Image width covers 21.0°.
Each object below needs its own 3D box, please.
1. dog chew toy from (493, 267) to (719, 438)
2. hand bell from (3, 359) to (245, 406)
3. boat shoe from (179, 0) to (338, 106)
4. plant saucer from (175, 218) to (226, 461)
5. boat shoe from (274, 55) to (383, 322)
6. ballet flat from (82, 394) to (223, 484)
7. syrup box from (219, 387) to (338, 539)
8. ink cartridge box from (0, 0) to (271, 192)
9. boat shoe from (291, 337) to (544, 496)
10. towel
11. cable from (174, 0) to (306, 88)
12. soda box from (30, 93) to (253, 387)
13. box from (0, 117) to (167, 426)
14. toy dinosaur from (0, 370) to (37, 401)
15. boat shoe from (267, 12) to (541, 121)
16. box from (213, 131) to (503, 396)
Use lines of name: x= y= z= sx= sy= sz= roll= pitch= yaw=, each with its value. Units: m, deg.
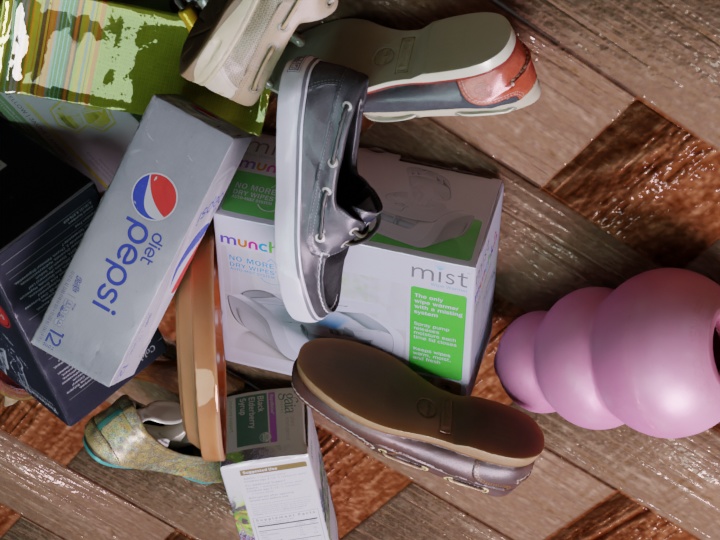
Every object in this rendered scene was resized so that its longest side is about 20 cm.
dog chew toy: x=0.188 y=0.064 z=1.449 sx=0.199 sy=0.125 sz=0.125 roll=-6 pitch=134 yaw=39
hand bell: x=-0.197 y=0.084 z=1.660 sx=0.199 sy=0.105 sz=0.104 roll=12 pitch=140 yaw=-7
boat shoe: x=-0.044 y=-0.195 z=1.271 sx=0.064 sy=0.071 sz=0.200 roll=28 pitch=122 yaw=-20
plant saucer: x=-0.122 y=0.045 z=1.484 sx=0.032 sy=0.201 sz=0.201 roll=-2 pitch=138 yaw=-3
boat shoe: x=-0.017 y=-0.050 z=1.317 sx=0.066 sy=0.070 sz=0.201 roll=10 pitch=119 yaw=16
ballet flat: x=-0.157 y=0.143 z=1.670 sx=0.070 sy=0.071 sz=0.200 roll=-9 pitch=166 yaw=29
syrup box: x=-0.070 y=0.198 z=1.707 sx=0.081 sy=0.079 sz=0.201 roll=-9 pitch=135 yaw=3
ink cartridge box: x=-0.174 y=-0.141 z=1.420 sx=0.199 sy=0.048 sz=0.146 roll=-17 pitch=127 yaw=38
boat shoe: x=0.036 y=0.117 z=1.453 sx=0.199 sy=0.071 sz=0.070 roll=25 pitch=137 yaw=-6
towel: x=-0.161 y=-0.148 z=1.380 sx=0.199 sy=0.018 sz=0.086 roll=9 pitch=124 yaw=-8
cable: x=-0.120 y=-0.207 z=1.318 sx=0.200 sy=0.050 sz=0.097 roll=40 pitch=119 yaw=-19
soda box: x=-0.153 y=-0.022 z=1.369 sx=0.068 sy=0.063 sz=0.201 roll=28 pitch=99 yaw=6
box: x=-0.267 y=-0.011 z=1.489 sx=0.200 sy=0.104 sz=0.183 roll=32 pitch=153 yaw=41
toy dinosaur: x=-0.337 y=0.062 z=1.630 sx=0.199 sy=0.182 sz=0.105 roll=-16 pitch=148 yaw=13
boat shoe: x=0.026 y=-0.133 z=1.332 sx=0.199 sy=0.071 sz=0.063 roll=-3 pitch=147 yaw=29
box: x=0.000 y=0.000 z=1.467 sx=0.199 sy=0.097 sz=0.177 roll=13 pitch=141 yaw=9
